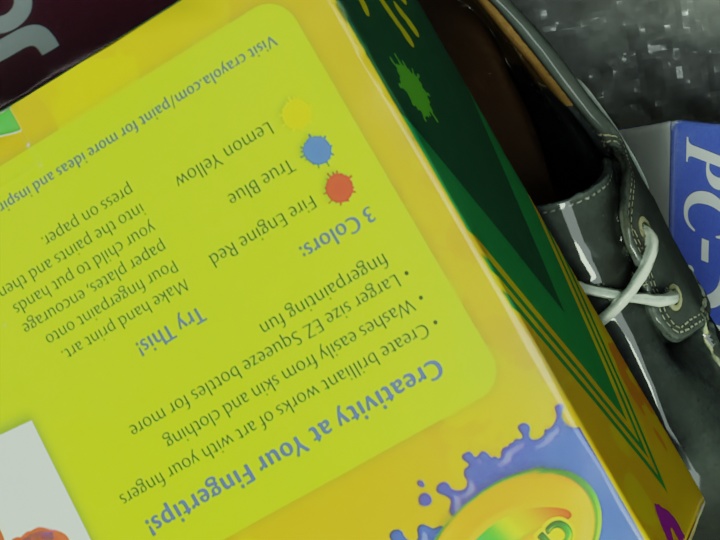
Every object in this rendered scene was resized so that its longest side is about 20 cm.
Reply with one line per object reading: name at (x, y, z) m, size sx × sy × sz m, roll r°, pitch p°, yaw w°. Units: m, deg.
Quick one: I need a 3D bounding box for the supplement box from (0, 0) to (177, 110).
supplement box at (-0.058, -0.105, 0.706) m, size 0.199 × 0.086 × 0.111 m, roll -30°, pitch 76°, yaw -2°

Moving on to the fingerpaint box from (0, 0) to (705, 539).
fingerpaint box at (-0.046, 0.037, 0.623) m, size 0.200 × 0.073 × 0.167 m, roll -30°, pitch 92°, yaw 18°

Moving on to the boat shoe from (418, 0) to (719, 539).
boat shoe at (0.049, 0.005, 0.658) m, size 0.072 × 0.068 × 0.200 m, roll -27°, pitch 76°, yaw -13°

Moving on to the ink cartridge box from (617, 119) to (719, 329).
ink cartridge box at (0.122, 0.059, 0.779) m, size 0.094 × 0.044 × 0.201 m, roll 3°, pitch 87°, yaw -21°
